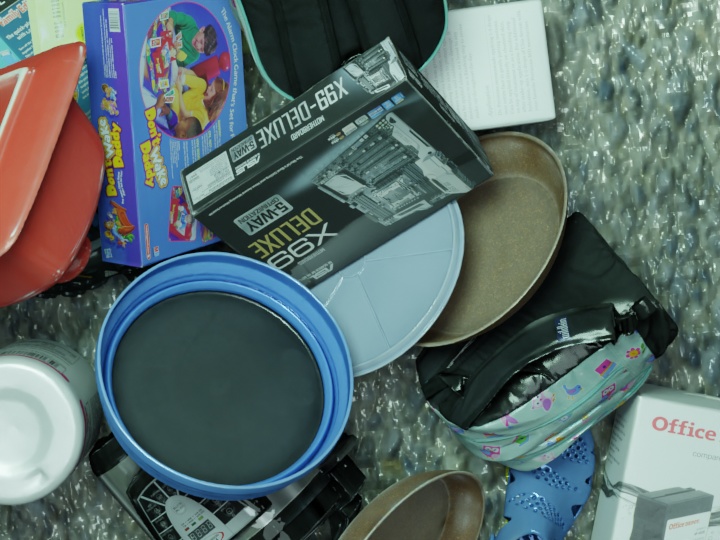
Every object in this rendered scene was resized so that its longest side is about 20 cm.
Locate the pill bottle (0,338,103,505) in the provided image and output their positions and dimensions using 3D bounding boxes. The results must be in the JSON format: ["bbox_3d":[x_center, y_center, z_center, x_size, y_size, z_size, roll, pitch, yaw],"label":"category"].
[{"bbox_3d":[-0.266,0.115,1.451,0.112,0.200,0.114,0,93,-1],"label":"pill bottle"}]

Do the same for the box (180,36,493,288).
[{"bbox_3d":[-0.017,-0.076,1.415,0.199,0.158,0.050,-31,53,14],"label":"box"}]

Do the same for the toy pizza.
[{"bbox_3d":[0.000,0.000,1.486,0.199,0.032,0.202,-15,57,25],"label":"toy pizza"}]

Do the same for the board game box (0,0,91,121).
[{"bbox_3d":[-0.246,-0.157,1.469,0.200,0.047,0.151,49,51,-4],"label":"board game box"}]

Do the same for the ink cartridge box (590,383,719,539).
[{"bbox_3d":[0.278,0.208,1.531,0.144,0.084,0.202,10,94,-2],"label":"ink cartridge box"}]

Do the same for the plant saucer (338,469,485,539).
[{"bbox_3d":[0.026,0.243,1.492,0.034,0.200,0.201,35,93,32],"label":"plant saucer"}]

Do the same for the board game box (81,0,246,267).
[{"bbox_3d":[-0.148,-0.116,1.418,0.045,0.134,0.202,8,107,36],"label":"board game box"}]

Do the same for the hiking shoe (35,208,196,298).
[{"bbox_3d":[-0.234,-0.030,1.518,0.198,0.074,0.087,-5,66,4],"label":"hiking shoe"}]

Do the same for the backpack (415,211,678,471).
[{"bbox_3d":[0.149,0.069,1.482,0.200,0.167,0.127,-41,130,5],"label":"backpack"}]

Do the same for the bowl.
[{"bbox_3d":[-0.105,0.082,1.378,0.199,0.039,0.202,8,58,-14],"label":"bowl"}]

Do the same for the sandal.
[{"bbox_3d":[0.148,0.216,1.529,0.079,0.087,0.201,18,91,-1],"label":"sandal"}]

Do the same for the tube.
[{"bbox_3d":[-0.172,-0.202,1.474,0.198,0.058,0.052,-2,114,-20],"label":"tube"}]

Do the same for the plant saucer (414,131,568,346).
[{"bbox_3d":[0.094,-0.020,1.477,0.201,0.200,0.037,-51,129,2],"label":"plant saucer"}]

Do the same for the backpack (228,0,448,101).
[{"bbox_3d":[-0.023,-0.237,1.389,0.175,0.153,0.201,-18,116,-2],"label":"backpack"}]

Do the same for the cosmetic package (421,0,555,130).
[{"bbox_3d":[0.056,-0.161,1.505,0.198,0.071,0.102,-7,93,-1],"label":"cosmetic package"}]

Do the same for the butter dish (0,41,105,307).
[{"bbox_3d":[-0.261,-0.044,1.351,0.198,0.201,0.148,-14,139,34],"label":"butter dish"}]

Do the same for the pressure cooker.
[{"bbox_3d":[-0.099,0.168,1.474,0.179,0.176,0.200,-42,95,-18],"label":"pressure cooker"}]
